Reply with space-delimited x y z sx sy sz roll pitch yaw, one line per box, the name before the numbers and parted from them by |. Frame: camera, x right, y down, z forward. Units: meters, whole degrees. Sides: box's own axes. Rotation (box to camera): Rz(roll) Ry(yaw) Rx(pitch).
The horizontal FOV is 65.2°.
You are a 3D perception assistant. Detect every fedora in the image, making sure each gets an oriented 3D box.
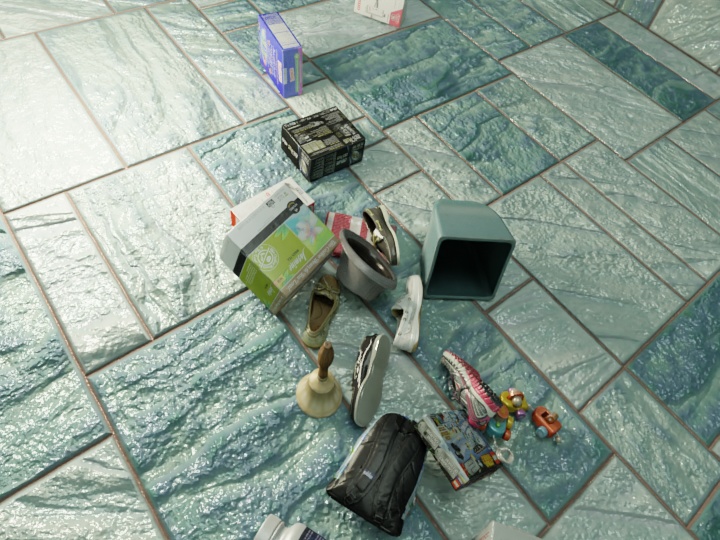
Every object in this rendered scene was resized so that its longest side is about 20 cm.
fedora | 0.000 0.000 1.353 0.175 0.091 0.201 25 21 -44

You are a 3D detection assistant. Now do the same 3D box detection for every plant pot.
plant pot | 0.251 -0.071 1.420 0.189 0.200 0.204 3 44 -8

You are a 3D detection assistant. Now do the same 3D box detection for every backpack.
backpack | 0.048 0.373 1.080 0.159 0.155 0.204 24 72 12

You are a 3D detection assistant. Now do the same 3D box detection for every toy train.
toy train | 0.346 0.319 1.204 0.196 0.057 0.151 -15 52 -34

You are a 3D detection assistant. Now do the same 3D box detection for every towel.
towel | -0.005 -0.085 1.480 0.193 0.023 0.147 12 51 -1

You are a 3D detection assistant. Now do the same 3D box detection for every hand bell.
hand bell | -0.073 0.204 1.133 0.100 0.203 0.107 6 51 -7

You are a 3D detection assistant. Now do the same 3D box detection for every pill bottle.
pill bottle | -0.092 0.507 0.958 0.196 0.113 0.112 28 53 11

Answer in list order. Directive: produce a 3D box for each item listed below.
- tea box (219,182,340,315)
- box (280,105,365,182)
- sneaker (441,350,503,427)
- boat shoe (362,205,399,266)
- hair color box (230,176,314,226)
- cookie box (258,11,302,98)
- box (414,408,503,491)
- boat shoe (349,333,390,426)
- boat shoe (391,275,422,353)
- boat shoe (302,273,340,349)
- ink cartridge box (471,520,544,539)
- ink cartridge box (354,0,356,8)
tea box | -0.187 -0.049 1.306 0.197 0.134 0.201 44 60 -1
box | -0.109 -0.369 1.633 0.197 0.087 0.165 -27 62 -27
sneaker | 0.222 0.248 1.218 0.080 0.075 0.201 33 12 -31
boat shoe | 0.053 -0.085 1.435 0.058 0.073 0.205 -7 46 -11
hair color box | -0.225 -0.148 1.458 0.198 0.065 0.111 -35 66 -29
cookie box | -0.254 -0.684 1.790 0.073 0.173 0.203 -19 59 -20
box | 0.196 0.346 1.106 0.198 0.040 0.138 17 33 -57
boat shoe | 0.011 0.233 1.217 0.059 0.074 0.206 -5 60 38
boat shoe | 0.107 0.093 1.335 0.067 0.072 0.205 11 53 -4
boat shoe | -0.086 0.083 1.310 0.071 0.064 0.204 11 51 -1
ink cartridge box | 0.255 0.567 0.958 0.140 0.147 0.204 18 52 3
ink cartridge box | 0.081 -1.036 2.136 0.195 0.149 0.084 21 51 7
